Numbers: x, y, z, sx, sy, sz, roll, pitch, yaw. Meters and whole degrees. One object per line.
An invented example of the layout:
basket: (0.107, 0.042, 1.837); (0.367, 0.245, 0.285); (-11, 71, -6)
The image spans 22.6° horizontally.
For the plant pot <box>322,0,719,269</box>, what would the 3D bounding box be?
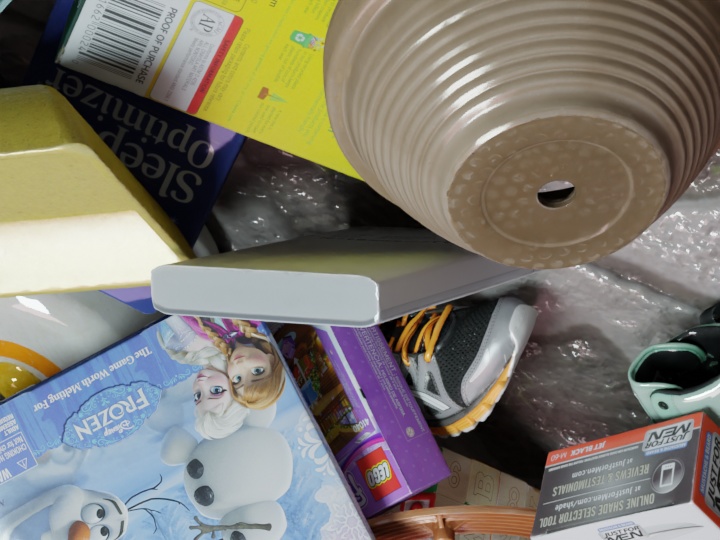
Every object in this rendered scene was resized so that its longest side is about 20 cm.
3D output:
plant pot: (0.084, -0.068, 0.814); (0.199, 0.093, 0.202); (-3, 138, -2)

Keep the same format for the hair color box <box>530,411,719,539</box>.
hair color box: (0.202, 0.170, 1.031); (0.110, 0.064, 0.200); (-20, 130, 39)

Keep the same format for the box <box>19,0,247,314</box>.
box: (-0.126, -0.073, 0.966); (0.120, 0.032, 0.201); (26, 117, -5)

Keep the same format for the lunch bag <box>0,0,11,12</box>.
lunch bag: (-0.183, -0.162, 0.845); (0.077, 0.161, 0.200); (37, 144, -15)

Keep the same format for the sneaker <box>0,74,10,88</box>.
sneaker: (-0.229, -0.086, 0.994); (0.090, 0.067, 0.200); (35, -178, 18)

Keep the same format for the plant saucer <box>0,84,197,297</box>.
plant saucer: (-0.196, -0.038, 0.899); (0.198, 0.049, 0.200); (-4, 162, 10)

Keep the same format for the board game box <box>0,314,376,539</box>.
board game box: (-0.110, 0.138, 1.023); (0.200, 0.199, 0.043); (62, 178, -5)

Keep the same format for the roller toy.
roller toy: (-0.186, 0.021, 1.123); (0.182, 0.140, 0.200); (34, 145, -16)

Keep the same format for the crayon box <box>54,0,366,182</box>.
crayon box: (-0.031, -0.120, 0.868); (0.199, 0.051, 0.127); (21, 134, -15)

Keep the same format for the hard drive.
hard drive: (0.000, 0.000, 0.957); (0.131, 0.200, 0.027); (3, 98, 29)

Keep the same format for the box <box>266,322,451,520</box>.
box: (-0.043, 0.103, 1.117); (0.200, 0.039, 0.138); (-36, 77, 46)

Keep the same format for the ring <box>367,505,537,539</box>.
ring: (0.068, 0.189, 1.117); (0.198, 0.019, 0.201); (-1, 151, 0)

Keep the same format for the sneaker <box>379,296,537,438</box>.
sneaker: (0.032, 0.055, 1.096); (0.077, 0.079, 0.200); (40, 145, -16)

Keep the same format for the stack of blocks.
stack of blocks: (0.073, 0.175, 1.198); (0.115, 0.059, 0.199); (-8, 153, 45)

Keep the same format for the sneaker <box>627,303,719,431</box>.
sneaker: (0.177, 0.086, 1.049); (0.118, 0.074, 0.200); (36, 138, -24)
